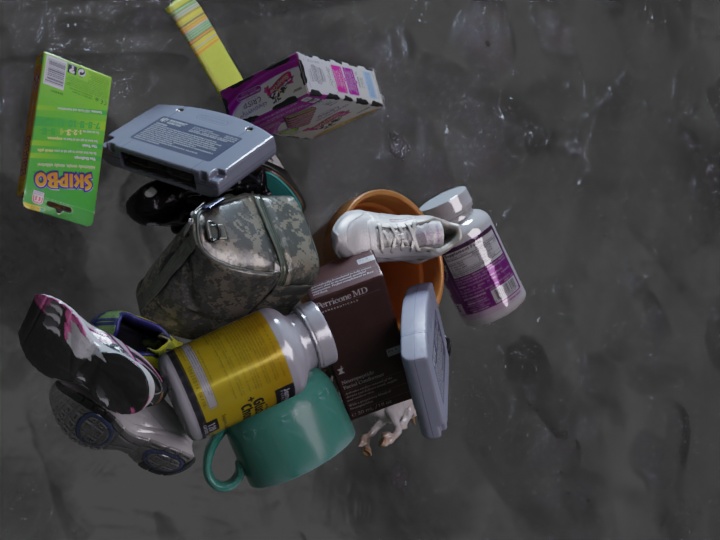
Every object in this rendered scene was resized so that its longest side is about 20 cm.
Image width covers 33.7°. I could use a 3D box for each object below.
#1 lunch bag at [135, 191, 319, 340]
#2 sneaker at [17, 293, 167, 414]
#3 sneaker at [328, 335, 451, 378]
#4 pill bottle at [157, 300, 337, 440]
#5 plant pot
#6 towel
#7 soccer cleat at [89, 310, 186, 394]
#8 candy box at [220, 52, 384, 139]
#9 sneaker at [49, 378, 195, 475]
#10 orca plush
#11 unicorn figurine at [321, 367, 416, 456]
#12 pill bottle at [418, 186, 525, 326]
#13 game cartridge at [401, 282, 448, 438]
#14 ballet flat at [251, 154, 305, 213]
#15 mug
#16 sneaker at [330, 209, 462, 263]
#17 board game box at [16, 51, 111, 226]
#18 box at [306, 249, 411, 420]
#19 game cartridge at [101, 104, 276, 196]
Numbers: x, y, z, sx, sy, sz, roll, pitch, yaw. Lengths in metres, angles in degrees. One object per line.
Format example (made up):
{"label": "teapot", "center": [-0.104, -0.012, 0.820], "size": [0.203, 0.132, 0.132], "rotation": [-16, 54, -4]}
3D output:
{"label": "lunch bag", "center": [-0.169, -0.002, 1.462], "size": [0.167, 0.200, 0.140], "rotation": [-4, 63, -40]}
{"label": "sneaker", "center": [-0.303, 0.103, 1.359], "size": [0.081, 0.199, 0.086], "rotation": [-55, 159, 4]}
{"label": "sneaker", "center": [0.033, 0.122, 1.668], "size": [0.199, 0.079, 0.075], "rotation": [-7, 111, -38]}
{"label": "pill bottle", "center": [-0.132, 0.113, 1.415], "size": [0.199, 0.112, 0.113], "rotation": [-24, 96, -14]}
{"label": "plant pot", "center": [0.000, 0.000, 1.665], "size": [0.199, 0.139, 0.202], "rotation": [13, 71, -41]}
{"label": "towel", "center": [-0.198, -0.278, 1.617], "size": [0.201, 0.018, 0.086], "rotation": [59, 24, -14]}
{"label": "soccer cleat", "center": [-0.240, 0.105, 1.452], "size": [0.199, 0.083, 0.065], "rotation": [29, 60, -35]}
{"label": "candy box", "center": [-0.076, -0.234, 1.624], "size": [0.199, 0.135, 0.062], "rotation": [-6, 77, -59]}
{"label": "sneaker", "center": [-0.283, 0.172, 1.418], "size": [0.199, 0.074, 0.088], "rotation": [34, 37, -32]}
{"label": "orca plush", "center": [-0.194, -0.083, 1.523], "size": [0.198, 0.071, 0.106], "rotation": [3, 112, -36]}
{"label": "unicorn figurine", "center": [0.018, 0.192, 1.674], "size": [0.200, 0.074, 0.138], "rotation": [45, 42, -18]}
{"label": "pill bottle", "center": [0.169, -0.024, 1.850], "size": [0.112, 0.112, 0.201], "rotation": [-36, 104, -42]}
{"label": "game cartridge", "center": [0.083, 0.104, 1.521], "size": [0.200, 0.041, 0.134], "rotation": [-79, 153, -64]}
{"label": "ballet flat", "center": [-0.149, -0.143, 1.617], "size": [0.199, 0.068, 0.069], "rotation": [32, 46, -33]}
{"label": "mug", "center": [-0.107, 0.195, 1.506], "size": [0.184, 0.151, 0.115], "rotation": [-31, 100, -43]}
{"label": "sneaker", "center": [0.049, -0.050, 1.560], "size": [0.199, 0.099, 0.076], "rotation": [-3, 83, -42]}
{"label": "board game box", "center": [-0.360, -0.157, 1.448], "size": [0.095, 0.030, 0.202], "rotation": [18, 65, -38]}
{"label": "box", "center": [0.000, 0.085, 1.530], "size": [0.099, 0.075, 0.201], "rotation": [-19, 120, -3]}
{"label": "game cartridge", "center": [-0.210, -0.155, 1.483], "size": [0.133, 0.199, 0.042], "rotation": [-37, 136, -43]}
